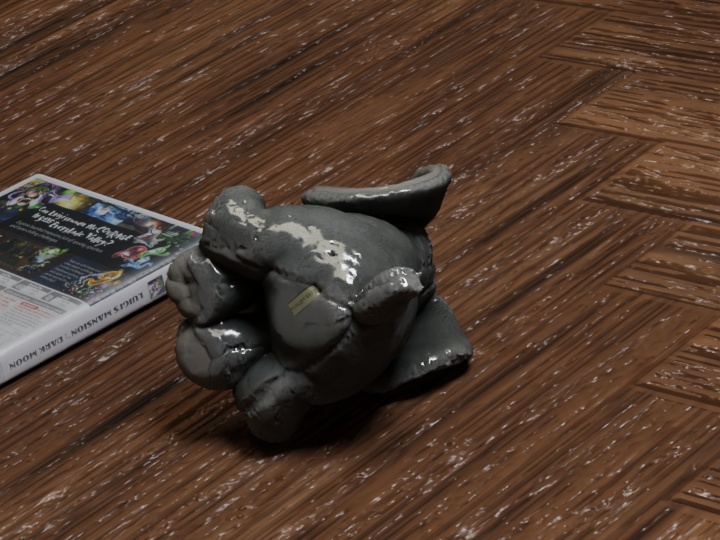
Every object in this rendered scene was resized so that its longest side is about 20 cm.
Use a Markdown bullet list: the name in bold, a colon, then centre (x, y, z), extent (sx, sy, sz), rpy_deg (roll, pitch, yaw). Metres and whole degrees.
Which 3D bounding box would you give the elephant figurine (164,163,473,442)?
- **elephant figurine**: centre (0.000, 0.000, 1.419), extent (0.155, 0.142, 0.200), rpy_deg (38, 31, 22)

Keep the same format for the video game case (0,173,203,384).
- **video game case**: centre (-0.210, 0.003, 1.607), extent (0.181, 0.023, 0.199), rpy_deg (-30, 30, -32)
